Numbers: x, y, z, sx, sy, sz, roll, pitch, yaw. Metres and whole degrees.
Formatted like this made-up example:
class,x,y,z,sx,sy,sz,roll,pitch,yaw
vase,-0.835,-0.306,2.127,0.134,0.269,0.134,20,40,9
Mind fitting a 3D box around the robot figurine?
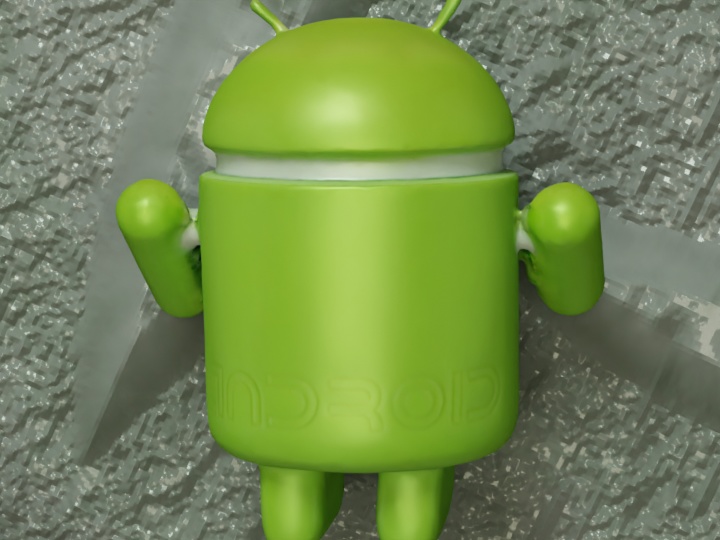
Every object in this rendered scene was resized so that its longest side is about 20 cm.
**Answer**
class,x,y,z,sx,sy,sz,roll,pitch,yaw
robot figurine,0.000,0.000,0.778,0.175,0.116,0.200,0,97,10
